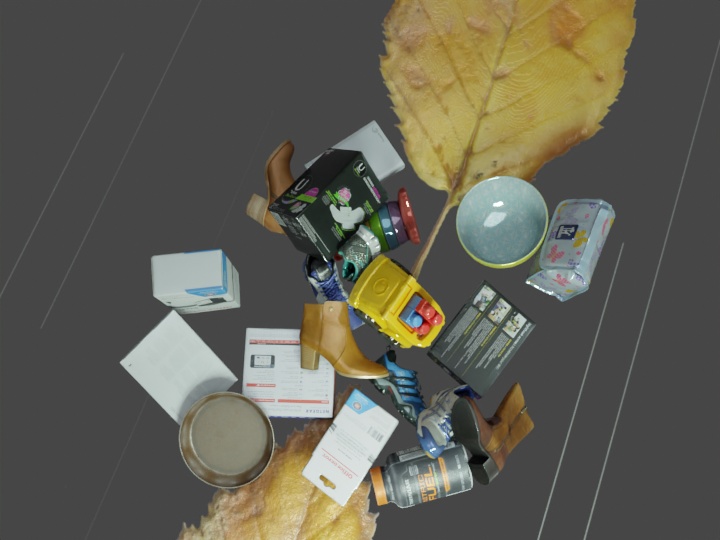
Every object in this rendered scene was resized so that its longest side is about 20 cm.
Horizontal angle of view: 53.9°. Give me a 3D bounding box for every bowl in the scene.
[{"bbox_3d":[0.308,-0.089,1.535,0.194,0.108,0.206,-5,69,13],"label":"bowl"}]

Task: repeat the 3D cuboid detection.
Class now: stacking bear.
[{"bbox_3d":[0.024,-0.086,1.547,0.195,0.114,0.125,-18,83,7],"label":"stacking bear"}]

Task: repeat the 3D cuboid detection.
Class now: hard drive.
[{"bbox_3d":[-0.013,-0.239,1.629,0.197,0.027,0.133,-33,77,-8],"label":"hard drive"}]

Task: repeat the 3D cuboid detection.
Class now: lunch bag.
[{"bbox_3d":[0.440,-0.049,1.478,0.125,0.200,0.173,25,78,-2],"label":"lunch bag"}]

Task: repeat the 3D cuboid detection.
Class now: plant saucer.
[{"bbox_3d":[-0.271,0.342,1.445,0.194,0.032,0.207,0,100,-1],"label":"plant saucer"}]

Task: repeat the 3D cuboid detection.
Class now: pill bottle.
[{"bbox_3d":[0.118,0.408,1.416,0.194,0.106,0.109,-15,75,-3],"label":"pill bottle"}]

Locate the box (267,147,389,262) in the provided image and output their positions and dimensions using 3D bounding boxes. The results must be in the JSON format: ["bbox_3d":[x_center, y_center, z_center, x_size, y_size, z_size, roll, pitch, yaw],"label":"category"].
[{"bbox_3d":[-0.068,-0.143,1.488,0.200,0.147,0.125,-45,121,-15],"label":"box"}]

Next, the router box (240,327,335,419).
[{"bbox_3d":[-0.150,0.217,1.498,0.194,0.049,0.185,2,75,1],"label":"router box"}]

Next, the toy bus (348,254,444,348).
[{"bbox_3d":[0.103,0.087,1.422,0.137,0.200,0.190,-53,38,-9],"label":"toy bus"}]

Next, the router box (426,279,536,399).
[{"bbox_3d":[0.257,0.147,1.510,0.148,0.051,0.201,39,79,8],"label":"router box"}]

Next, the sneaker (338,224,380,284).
[{"bbox_3d":[0.000,0.000,1.485,0.090,0.203,0.077,-35,45,-18],"label":"sneaker"}]

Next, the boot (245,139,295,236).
[{"bbox_3d":[-0.152,-0.178,1.587,0.152,0.077,0.204,25,79,8],"label":"boot"}]

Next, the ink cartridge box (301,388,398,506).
[{"bbox_3d":[-0.021,0.362,1.449,0.114,0.067,0.202,34,78,9],"label":"ink cartridge box"}]

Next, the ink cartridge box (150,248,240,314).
[{"bbox_3d":[-0.337,0.027,1.474,0.141,0.200,0.086,-7,77,-1],"label":"ink cartridge box"}]

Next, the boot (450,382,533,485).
[{"bbox_3d":[0.271,0.285,1.394,0.199,0.068,0.192,-36,105,-38],"label":"boot"}]

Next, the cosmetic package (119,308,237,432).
[{"bbox_3d":[-0.375,0.207,1.471,0.151,0.052,0.201,-44,100,-12],"label":"cosmetic package"}]

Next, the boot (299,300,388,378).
[{"bbox_3d":[-0.031,0.138,1.446,0.195,0.071,0.149,7,89,10],"label":"boot"}]

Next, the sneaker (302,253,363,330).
[{"bbox_3d":[-0.069,0.040,1.510,0.079,0.115,0.202,-31,77,-6],"label":"sneaker"}]

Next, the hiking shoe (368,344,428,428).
[{"bbox_3d":[0.101,0.252,1.473,0.087,0.075,0.200,-44,79,-9],"label":"hiking shoe"}]

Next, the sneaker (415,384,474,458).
[{"bbox_3d":[0.171,0.286,1.399,0.087,0.200,0.076,-31,102,29],"label":"sneaker"}]
